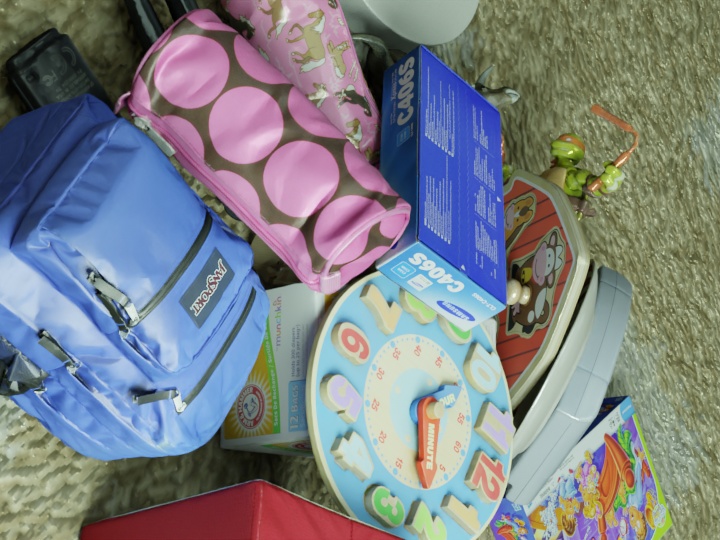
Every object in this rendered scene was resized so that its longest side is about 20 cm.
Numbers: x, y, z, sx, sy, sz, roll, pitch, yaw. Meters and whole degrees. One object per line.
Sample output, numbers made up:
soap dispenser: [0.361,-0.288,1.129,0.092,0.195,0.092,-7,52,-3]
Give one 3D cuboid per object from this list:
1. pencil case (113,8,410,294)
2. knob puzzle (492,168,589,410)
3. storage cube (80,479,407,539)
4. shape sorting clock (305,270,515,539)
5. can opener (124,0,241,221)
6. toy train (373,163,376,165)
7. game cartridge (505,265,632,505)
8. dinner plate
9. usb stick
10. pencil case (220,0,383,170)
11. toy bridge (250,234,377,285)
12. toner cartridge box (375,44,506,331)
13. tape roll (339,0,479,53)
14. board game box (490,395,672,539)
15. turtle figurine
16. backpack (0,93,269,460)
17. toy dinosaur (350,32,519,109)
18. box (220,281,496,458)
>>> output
pencil case: [-0.064,-0.073,0.929,0.200,0.091,0.094,42,59,9]
knob puzzle: [0.113,0.012,1.121,0.030,0.219,0.222,13,70,-22]
storage cube: [-0.071,0.250,0.868,0.170,0.199,0.182,28,55,-39]
shape sorting clock: [0.040,0.097,0.979,0.199,0.039,0.202,14,71,-45]
can opener: [-0.114,-0.126,1.009,0.063,0.079,0.201,-32,106,-5]
toy train: [0.028,-0.086,1.134,0.201,0.034,0.046,53,19,-7]
game cartridge: [0.178,0.089,1.194,0.041,0.134,0.201,25,40,3]
dinner plate: [0.148,0.084,1.148,0.024,0.201,0.201,28,55,0]
usb stick: [-0.164,-0.066,0.950,0.055,0.032,0.201,-47,116,-34]
pencil case: [-0.044,-0.162,1.059,0.082,0.086,0.202,-28,104,-40]
toy bridge: [0.000,0.000,1.089,0.199,0.027,0.067,-2,40,-48]
toner cartridge box: [0.060,-0.063,1.036,0.095,0.043,0.201,34,40,-30]
tape roll: [0.029,-0.285,1.202,0.202,0.037,0.205,12,73,-45]
board game box: [0.198,0.217,1.270,0.199,0.044,0.136,-32,105,-46]
turtle figurine: [0.155,-0.049,1.188,0.064,0.199,0.163,24,78,-34]
backpack: [-0.149,0.020,0.852,0.200,0.167,0.163,52,55,-28]
toy dinosaur: [0.047,-0.142,1.169,0.198,0.102,0.077,17,113,-32]
box: [0.002,0.081,1.045,0.199,0.101,0.114,14,71,-45]
